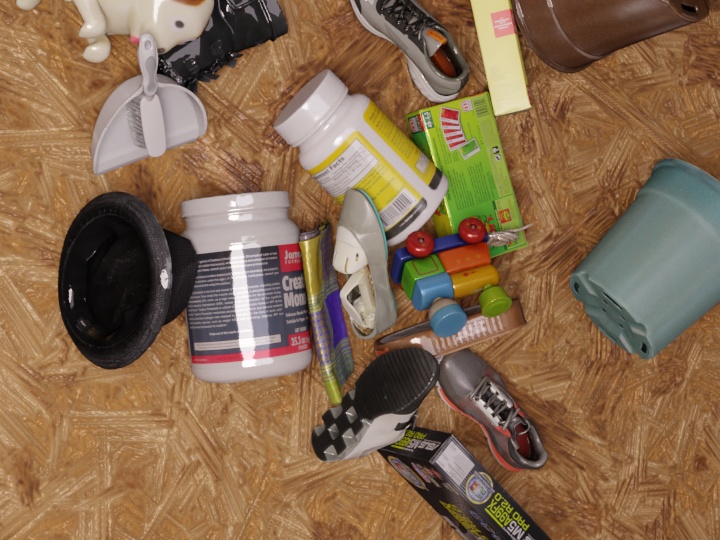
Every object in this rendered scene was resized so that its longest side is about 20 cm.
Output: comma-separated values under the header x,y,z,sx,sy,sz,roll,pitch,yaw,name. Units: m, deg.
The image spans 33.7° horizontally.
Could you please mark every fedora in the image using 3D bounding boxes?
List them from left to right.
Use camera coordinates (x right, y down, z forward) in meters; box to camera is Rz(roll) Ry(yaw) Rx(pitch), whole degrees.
x,y,z,sx,sy,sz,roll,pitch,yaw,name
-0.240,0.009,1.281,0.091,0.199,0.203,-4,90,-48,fedora

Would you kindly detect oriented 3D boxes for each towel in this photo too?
x,y,z,sx,sy,sz,roll,pitch,yaw,name
-0.037,0.044,1.378,0.023,0.144,0.202,-8,95,7,towel

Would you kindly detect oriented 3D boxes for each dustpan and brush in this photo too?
x,y,z,sx,sy,sz,roll,pitch,yaw,name
-0.229,-0.182,1.277,0.139,0.057,0.201,-23,141,-21,dustpan and brush

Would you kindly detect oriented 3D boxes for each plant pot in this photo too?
x,y,z,sx,sy,sz,roll,pitch,yaw,name
0.322,-0.361,1.475,0.199,0.197,0.203,3,86,-41,plant pot
0.387,-0.005,1.535,0.196,0.200,0.201,-42,104,-10,plant pot

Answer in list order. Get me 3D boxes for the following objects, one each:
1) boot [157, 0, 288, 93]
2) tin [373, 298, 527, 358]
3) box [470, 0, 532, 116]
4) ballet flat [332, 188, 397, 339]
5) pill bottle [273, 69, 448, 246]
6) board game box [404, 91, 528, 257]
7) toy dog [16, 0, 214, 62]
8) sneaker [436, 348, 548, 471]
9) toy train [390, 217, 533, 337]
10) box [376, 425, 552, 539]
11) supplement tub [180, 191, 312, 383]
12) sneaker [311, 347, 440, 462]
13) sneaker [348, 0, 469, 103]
x,y,z,sx,sy,sz,roll,pitch,yaw,name
-0.190,-0.314,1.360,0.161,0.073,0.200,-29,98,-15,boot
0.109,0.075,1.449,0.198,0.112,0.042,-17,96,-23,tin
0.174,-0.297,1.500,0.050,0.075,0.202,-11,93,11,box
0.000,0.000,1.392,0.063,0.067,0.201,-35,133,-26,ballet flat
0.000,-0.134,1.408,0.200,0.114,0.115,44,74,-16,pill bottle
0.134,-0.113,1.499,0.101,0.048,0.202,-18,95,-21,board game box
-0.250,-0.309,1.271,0.199,0.140,0.195,33,62,5,toy dog
0.172,0.170,1.489,0.077,0.082,0.200,-46,105,-17,sneaker
0.146,0.004,1.406,0.198,0.085,0.116,-14,55,-20,toy train
0.124,0.270,1.426,0.200,0.160,0.044,48,71,-15,box
-0.131,0.018,1.335,0.139,0.140,0.202,-6,92,-22,supplement tub
0.034,0.157,1.395,0.088,0.200,0.075,13,47,-43,sneaker
0.065,-0.298,1.457,0.074,0.079,0.200,-45,99,-16,sneaker
